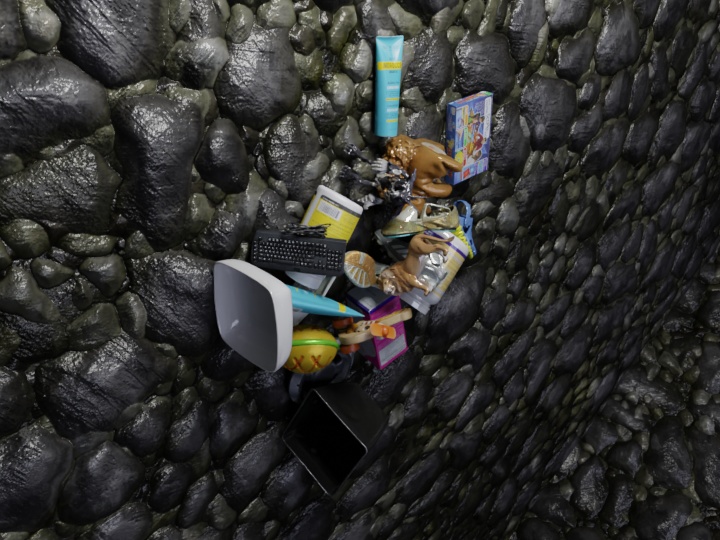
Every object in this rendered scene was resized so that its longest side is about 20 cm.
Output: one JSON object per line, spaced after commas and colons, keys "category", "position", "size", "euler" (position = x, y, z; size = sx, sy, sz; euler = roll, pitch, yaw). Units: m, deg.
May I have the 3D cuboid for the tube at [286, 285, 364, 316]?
{"category": "tube", "position": [-0.091, 0.074, 1.299], "size": [0.197, 0.077, 0.051], "euler": [15, 97, -33]}

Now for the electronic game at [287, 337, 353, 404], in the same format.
{"category": "electronic game", "position": [-0.098, 0.253, 1.514], "size": [0.198, 0.042, 0.203], "euler": [-26, 136, -28]}

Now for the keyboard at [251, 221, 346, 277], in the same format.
{"category": "keyboard", "position": [-0.128, -0.047, 1.225], "size": [0.040, 0.195, 0.107], "euler": [-45, 141, -82]}

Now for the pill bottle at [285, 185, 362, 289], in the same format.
{"category": "pill bottle", "position": [-0.084, -0.069, 1.294], "size": [0.110, 0.111, 0.203], "euler": [21, 99, -46]}

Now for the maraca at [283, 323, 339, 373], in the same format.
{"category": "maraca", "position": [-0.144, 0.176, 1.356], "size": [0.195, 0.109, 0.138], "euler": [-2, 158, -8]}

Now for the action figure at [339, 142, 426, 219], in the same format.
{"category": "action figure", "position": [0.039, -0.183, 1.271], "size": [0.101, 0.199, 0.121], "euler": [-15, 133, -53]}

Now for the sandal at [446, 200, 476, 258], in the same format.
{"category": "sandal", "position": [0.277, -0.112, 1.627], "size": [0.087, 0.079, 0.201], "euler": [-48, 138, -15]}

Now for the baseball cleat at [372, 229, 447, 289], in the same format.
{"category": "baseball cleat", "position": [0.125, -0.044, 1.447], "size": [0.106, 0.200, 0.070], "euler": [-45, 171, 3]}

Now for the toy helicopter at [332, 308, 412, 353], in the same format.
{"category": "toy helicopter", "position": [0.042, 0.124, 1.376], "size": [0.197, 0.131, 0.081], "euler": [-20, 98, -30]}

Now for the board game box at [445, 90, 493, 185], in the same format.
{"category": "board game box", "position": [0.273, -0.333, 1.522], "size": [0.134, 0.034, 0.204], "euler": [-25, 128, -31]}

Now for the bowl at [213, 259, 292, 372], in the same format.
{"category": "bowl", "position": [-0.206, 0.082, 1.214], "size": [0.074, 0.198, 0.204], "euler": [-24, 128, -43]}

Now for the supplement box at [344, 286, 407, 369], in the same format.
{"category": "supplement box", "position": [0.042, 0.133, 1.531], "size": [0.102, 0.101, 0.203], "euler": [-31, 131, -26]}

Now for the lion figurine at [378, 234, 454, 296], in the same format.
{"category": "lion figurine", "position": [0.123, -0.018, 1.363], "size": [0.072, 0.121, 0.203], "euler": [-29, 148, -62]}

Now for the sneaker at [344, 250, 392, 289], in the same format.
{"category": "sneaker", "position": [0.000, 0.000, 1.422], "size": [0.199, 0.087, 0.077], "euler": [25, 85, -53]}

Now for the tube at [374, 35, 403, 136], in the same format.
{"category": "tube", "position": [0.058, -0.392, 1.292], "size": [0.077, 0.050, 0.204], "euler": [-20, 121, -42]}

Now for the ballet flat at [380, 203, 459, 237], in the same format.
{"category": "ballet flat", "position": [0.135, -0.117, 1.363], "size": [0.196, 0.071, 0.072], "euler": [-7, 119, -21]}

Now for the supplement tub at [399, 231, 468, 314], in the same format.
{"category": "supplement tub", "position": [0.168, -0.007, 1.534], "size": [0.145, 0.145, 0.202], "euler": [33, 90, -47]}

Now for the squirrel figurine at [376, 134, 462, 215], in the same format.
{"category": "squirrel figurine", "position": [0.113, -0.204, 1.405], "size": [0.197, 0.142, 0.189], "euler": [10, 118, -30]}

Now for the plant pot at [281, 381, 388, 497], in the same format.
{"category": "plant pot", "position": [-0.047, 0.398, 1.522], "size": [0.176, 0.200, 0.201], "euler": [-20, 148, -54]}

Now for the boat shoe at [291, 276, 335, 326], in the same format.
{"category": "boat shoe", "position": [-0.116, 0.051, 1.365], "size": [0.073, 0.066, 0.203], "euler": [24, 96, -46]}
